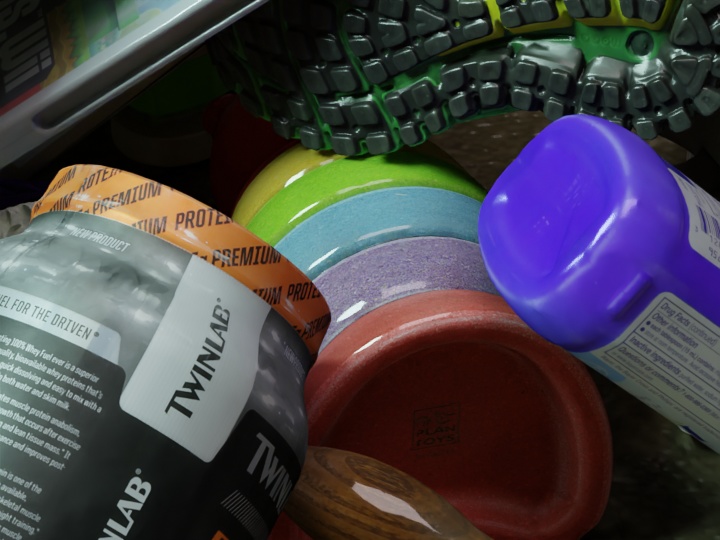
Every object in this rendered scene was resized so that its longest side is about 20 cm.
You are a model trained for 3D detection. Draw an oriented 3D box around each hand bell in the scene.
[{"bbox_3d":[0.056,0.099,0.904,0.200,0.104,0.104,26,46,15],"label":"hand bell"}]

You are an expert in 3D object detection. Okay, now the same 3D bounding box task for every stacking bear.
[{"bbox_3d":[0.000,0.000,1.032,0.121,0.114,0.200,-9,38,-13],"label":"stacking bear"}]

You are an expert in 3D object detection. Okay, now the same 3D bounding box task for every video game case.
[{"bbox_3d":[-0.081,-0.121,1.002,0.200,0.017,0.143,-30,46,16],"label":"video game case"}]

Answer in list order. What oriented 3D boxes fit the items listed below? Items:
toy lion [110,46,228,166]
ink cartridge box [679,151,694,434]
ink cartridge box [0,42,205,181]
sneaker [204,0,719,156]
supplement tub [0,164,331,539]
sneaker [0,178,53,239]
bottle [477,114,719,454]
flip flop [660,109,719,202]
[{"bbox_3d":[-0.038,-0.135,1.218,0.200,0.069,0.192,-17,38,-21],"label":"toy lion"},{"bbox_3d":[0.178,-0.022,1.092,0.116,0.068,0.200,6,41,3],"label":"ink cartridge box"},{"bbox_3d":[-0.102,-0.146,1.102,0.200,0.075,0.165,-36,44,10],"label":"ink cartridge box"},{"bbox_3d":[0.039,-0.085,0.992,0.199,0.078,0.085,5,26,20],"label":"sneaker"},{"bbox_3d":[-0.094,0.077,0.869,0.122,0.123,0.200,22,73,20],"label":"supplement tub"},{"bbox_3d":[-0.148,0.001,1.052,0.200,0.070,0.099,3,11,21],"label":"sneaker"},{"bbox_3d":[0.128,0.027,0.960,0.200,0.065,0.084,34,15,-31],"label":"bottle"},{"bbox_3d":[0.113,-0.048,1.016,0.057,0.081,0.200,-31,54,-22],"label":"flip flop"}]
